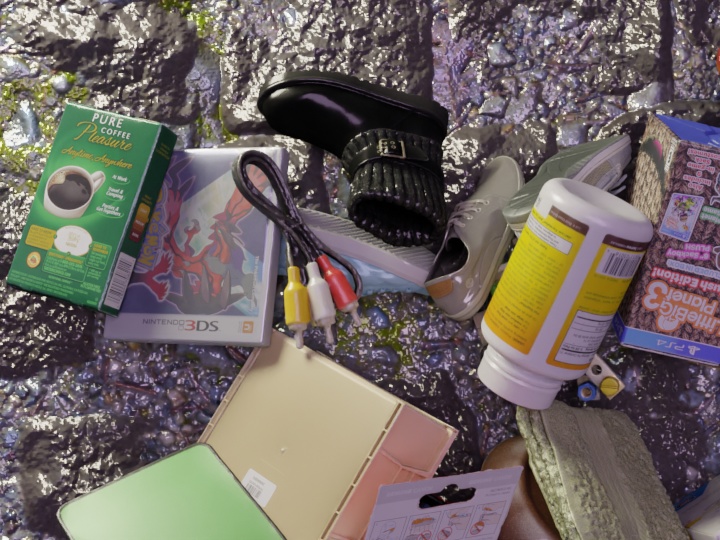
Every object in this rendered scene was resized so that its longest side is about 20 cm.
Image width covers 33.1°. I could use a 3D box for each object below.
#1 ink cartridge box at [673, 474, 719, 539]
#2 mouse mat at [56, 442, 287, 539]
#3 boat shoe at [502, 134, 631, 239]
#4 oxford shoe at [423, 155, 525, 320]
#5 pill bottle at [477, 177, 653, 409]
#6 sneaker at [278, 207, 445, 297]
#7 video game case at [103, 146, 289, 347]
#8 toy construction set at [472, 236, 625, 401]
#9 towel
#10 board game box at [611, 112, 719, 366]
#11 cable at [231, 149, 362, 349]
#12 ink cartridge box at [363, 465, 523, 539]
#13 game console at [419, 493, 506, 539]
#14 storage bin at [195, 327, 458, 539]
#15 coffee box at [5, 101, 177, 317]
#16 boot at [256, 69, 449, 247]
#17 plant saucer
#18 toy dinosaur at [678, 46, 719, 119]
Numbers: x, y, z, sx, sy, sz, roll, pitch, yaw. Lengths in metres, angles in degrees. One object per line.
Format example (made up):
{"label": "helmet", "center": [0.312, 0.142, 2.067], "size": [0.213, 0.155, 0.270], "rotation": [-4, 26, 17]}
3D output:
{"label": "ink cartridge box", "center": [0.400, 0.267, 1.151], "size": [0.147, 0.200, 0.145], "rotation": [-30, 85, -4]}
{"label": "mouse mat", "center": [-0.160, 0.238, 1.068], "size": [0.160, 0.008, 0.200], "rotation": [-22, 40, -26]}
{"label": "boat shoe", "center": [0.217, -0.079, 1.225], "size": [0.202, 0.074, 0.065], "rotation": [-41, 113, -42]}
{"label": "oxford shoe", "center": [0.115, -0.044, 1.216], "size": [0.058, 0.075, 0.201], "rotation": [38, 56, -23]}
{"label": "pill bottle", "center": [0.182, 0.024, 1.118], "size": [0.109, 0.109, 0.201], "rotation": [23, 108, 1]}
{"label": "sneaker", "center": [0.000, 0.000, 1.248], "size": [0.199, 0.074, 0.082], "rotation": [19, 113, -4]}
{"label": "video game case", "center": [-0.166, -0.025, 1.219], "size": [0.181, 0.023, 0.201], "rotation": [1, 77, 21]}
{"label": "toy construction set", "center": [0.180, 0.045, 1.225], "size": [0.131, 0.092, 0.201], "rotation": [-18, 76, 20]}
{"label": "towel", "center": [0.231, 0.205, 1.136], "size": [0.148, 0.037, 0.200], "rotation": [12, 41, -28]}
{"label": "board game box", "center": [0.313, -0.035, 1.173], "size": [0.096, 0.160, 0.201], "rotation": [12, 106, 0]}
{"label": "cable", "center": [-0.053, -0.029, 1.168], "size": [0.097, 0.050, 0.201], "rotation": [-20, 93, -27]}
{"label": "ink cartridge box", "center": [0.046, 0.253, 1.073], "size": [0.160, 0.050, 0.201], "rotation": [-2, 116, -34]}
{"label": "game console", "center": [0.083, 0.324, 1.177], "size": [0.199, 0.119, 0.173], "rotation": [30, 83, 2]}
{"label": "storage bin", "center": [-0.049, 0.184, 1.150], "size": [0.200, 0.094, 0.199], "rotation": [26, 83, 41]}
{"label": "coffee box", "center": [-0.272, -0.063, 1.232], "size": [0.122, 0.044, 0.201], "rotation": [13, 82, 22]}
{"label": "boot", "center": [-0.010, -0.113, 1.214], "size": [0.210, 0.080, 0.158], "rotation": [9, 56, -1]}
{"label": "plant saucer", "center": [0.211, 0.229, 1.168], "size": [0.200, 0.201, 0.037], "rotation": [30, 128, 2]}
{"label": "toy dinosaur", "center": [0.423, -0.147, 1.232], "size": [0.105, 0.200, 0.182], "rotation": [-38, 118, -20]}
